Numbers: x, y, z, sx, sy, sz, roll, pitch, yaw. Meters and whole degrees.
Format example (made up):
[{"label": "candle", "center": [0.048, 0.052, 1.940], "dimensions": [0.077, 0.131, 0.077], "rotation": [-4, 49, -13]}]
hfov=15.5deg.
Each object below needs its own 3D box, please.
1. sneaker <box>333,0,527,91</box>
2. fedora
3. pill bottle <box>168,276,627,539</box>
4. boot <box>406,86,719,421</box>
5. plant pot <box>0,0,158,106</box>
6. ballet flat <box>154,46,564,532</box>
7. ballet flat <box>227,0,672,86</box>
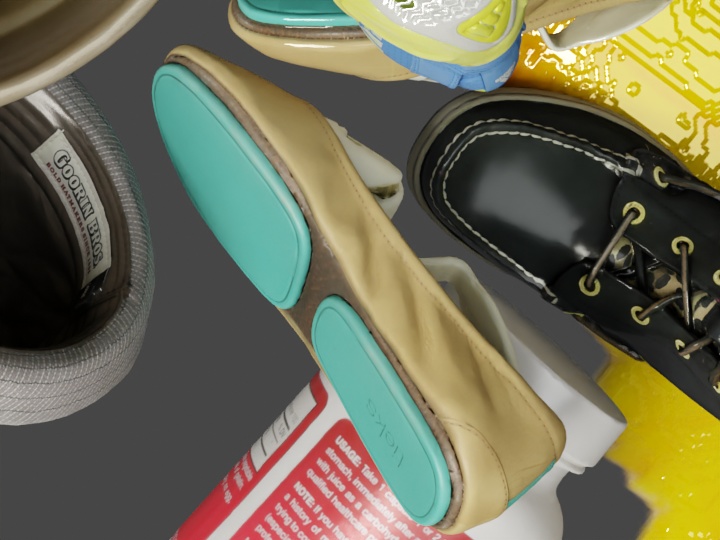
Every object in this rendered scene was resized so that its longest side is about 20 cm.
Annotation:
[{"label": "sneaker", "center": [-0.012, -0.130, 0.867], "dimensions": [0.075, 0.200, 0.105], "rotation": [-33, 154, -1]}, {"label": "fedora", "center": [-0.165, -0.021, 0.875], "dimensions": [0.200, 0.178, 0.090], "rotation": [33, 130, -26]}, {"label": "pill bottle", "center": [0.002, 0.102, 0.985], "dimensions": [0.112, 0.112, 0.200], "rotation": [38, 99, -27]}, {"label": "boot", "center": [0.122, 0.012, 0.958], "dimensions": [0.203, 0.154, 0.074], "rotation": [27, 103, -26]}, {"label": "plant pot", "center": [-0.147, -0.166, 0.787], "dimensions": [0.199, 0.174, 0.201], "rotation": [-6, 114, -13]}, {"label": "ballet flat", "center": [0.000, 0.000, 0.918], "dimensions": [0.063, 0.201, 0.069], "rotation": [-23, 161, -28]}, {"label": "ballet flat", "center": [0.052, -0.097, 0.942], "dimensions": [0.199, 0.069, 0.063], "rotation": [-17, 132, -7]}]
